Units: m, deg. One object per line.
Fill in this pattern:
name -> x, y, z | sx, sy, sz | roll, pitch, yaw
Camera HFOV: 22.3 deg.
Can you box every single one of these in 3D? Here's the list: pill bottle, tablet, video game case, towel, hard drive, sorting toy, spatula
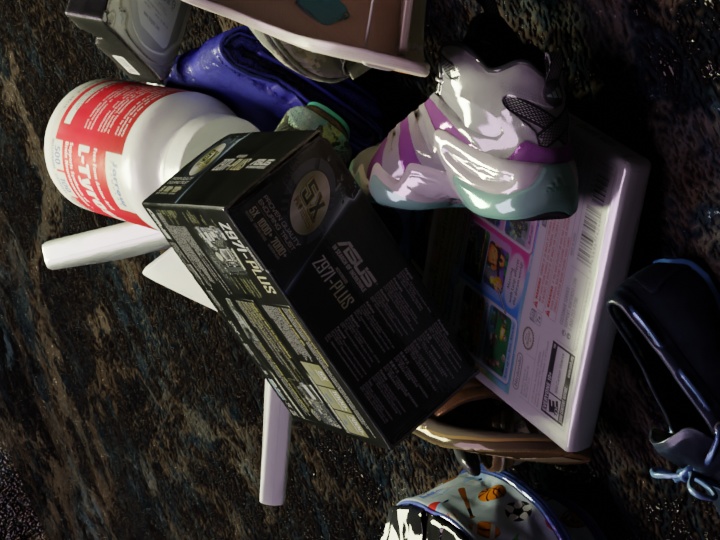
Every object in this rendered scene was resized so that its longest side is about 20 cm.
pill bottle -> -0.157, -0.088, 1.436 | 0.200, 0.112, 0.112 | 15, 125, 53
tablet -> -0.086, 0.033, 1.591 | 0.200, 0.014, 0.130 | 26, 162, -14
video game case -> -0.062, 0.053, 1.445 | 0.182, 0.024, 0.200 | -92, 7, -65
towel -> -0.069, -0.136, 1.425 | 0.148, 0.050, 0.200 | 33, 168, -16
hard drive -> -0.152, -0.037, 1.556 | 0.200, 0.132, 0.026 | -13, 90, 26
sorting toy -> -0.038, -0.218, 1.122 | 0.107, 0.180, 0.200 | 124, 156, -78
hard drive -> -0.155, -0.257, 1.388 | 0.038, 0.200, 0.140 | 11, 168, 17
video game case -> 0.106, -0.012, 1.191 | 0.182, 0.024, 0.200 | 39, 129, 49
spatula -> 0.065, 0.119, 1.398 | 0.057, 0.021, 0.200 | 47, 180, -15

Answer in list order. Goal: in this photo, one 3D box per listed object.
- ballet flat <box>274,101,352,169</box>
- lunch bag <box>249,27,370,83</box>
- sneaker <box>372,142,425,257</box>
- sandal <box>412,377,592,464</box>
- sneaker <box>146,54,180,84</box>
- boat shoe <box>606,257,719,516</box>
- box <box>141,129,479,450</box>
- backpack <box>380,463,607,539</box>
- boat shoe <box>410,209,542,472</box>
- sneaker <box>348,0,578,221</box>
ballet flat -> -0.042, -0.067, 1.365 | 0.074, 0.074, 0.200 | 60, 176, 15
lunch bag -> -0.062, -0.239, 1.286 | 0.200, 0.139, 0.168 | 49, 162, 43
sneaker -> 0.000, 0.000, 1.343 | 0.066, 0.078, 0.200 | 20, 132, 4
sandal -> 0.071, 0.097, 1.279 | 0.200, 0.080, 0.054 | 13, 90, 41
sneaker -> -0.127, -0.096, 1.654 | 0.114, 0.075, 0.200 | 35, 148, 51
boat shoe -> 0.201, 0.094, 1.107 | 0.200, 0.069, 0.084 | 65, 157, 4
box -> -0.036, 0.009, 1.236 | 0.200, 0.086, 0.164 | 56, 162, -17
backpack -> 0.107, 0.240, 1.349 | 0.200, 0.154, 0.191 | 12, 129, 54
boat shoe -> 0.087, 0.046, 1.320 | 0.200, 0.063, 0.073 | 67, 157, -1
sneaker -> 0.064, -0.107, 1.141 | 0.200, 0.078, 0.140 | 8, 100, 51
